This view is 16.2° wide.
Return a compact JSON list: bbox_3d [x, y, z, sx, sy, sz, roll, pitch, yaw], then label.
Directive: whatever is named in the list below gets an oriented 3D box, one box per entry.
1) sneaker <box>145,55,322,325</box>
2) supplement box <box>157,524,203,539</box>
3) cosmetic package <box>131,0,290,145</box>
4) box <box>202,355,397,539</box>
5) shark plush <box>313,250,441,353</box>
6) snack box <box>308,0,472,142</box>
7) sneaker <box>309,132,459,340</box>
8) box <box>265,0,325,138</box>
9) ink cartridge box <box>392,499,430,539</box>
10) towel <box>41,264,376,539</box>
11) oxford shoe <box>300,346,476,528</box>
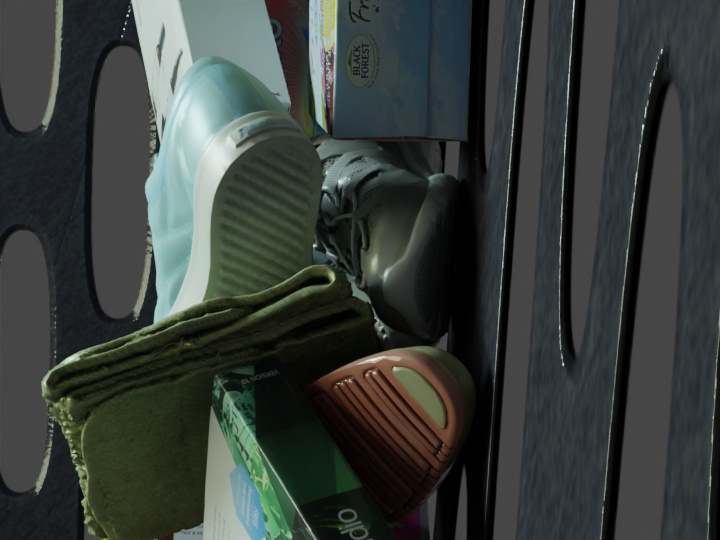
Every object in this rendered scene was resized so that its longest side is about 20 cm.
[{"bbox_3d":[-0.065,-0.015,1.156,0.082,0.074,0.200,59,146,36],"label":"sneaker"},{"bbox_3d":[-0.053,0.176,1.450,0.197,0.133,0.200,98,173,-55],"label":"supplement box"},{"bbox_3d":[-0.081,-0.116,1.304,0.200,0.051,0.083,-106,24,-48],"label":"cosmetic package"},{"bbox_3d":[-0.010,0.154,1.050,0.200,0.036,0.144,53,151,37],"label":"box"},{"bbox_3d":[0.000,0.000,1.275,0.200,0.083,0.091,-80,-33,-71],"label":"shark plush"},{"bbox_3d":[0.012,-0.148,1.173,0.200,0.068,0.169,-115,26,-84],"label":"snack box"},{"bbox_3d":[0.000,-0.017,1.171,0.200,0.082,0.075,-105,17,-74],"label":"sneaker"},{"bbox_3d":[-0.024,-0.108,1.408,0.095,0.103,0.200,-131,44,-82],"label":"box"},{"bbox_3d":[0.009,0.099,1.304,0.119,0.042,0.200,99,173,-54],"label":"ink cartridge box"},{"bbox_3d":[-0.063,0.064,1.143,0.200,0.148,0.036,86,166,-63],"label":"towel"},{"bbox_3d":[0.010,0.073,1.109,0.071,0.074,0.200,52,149,6],"label":"oxford shoe"}]
